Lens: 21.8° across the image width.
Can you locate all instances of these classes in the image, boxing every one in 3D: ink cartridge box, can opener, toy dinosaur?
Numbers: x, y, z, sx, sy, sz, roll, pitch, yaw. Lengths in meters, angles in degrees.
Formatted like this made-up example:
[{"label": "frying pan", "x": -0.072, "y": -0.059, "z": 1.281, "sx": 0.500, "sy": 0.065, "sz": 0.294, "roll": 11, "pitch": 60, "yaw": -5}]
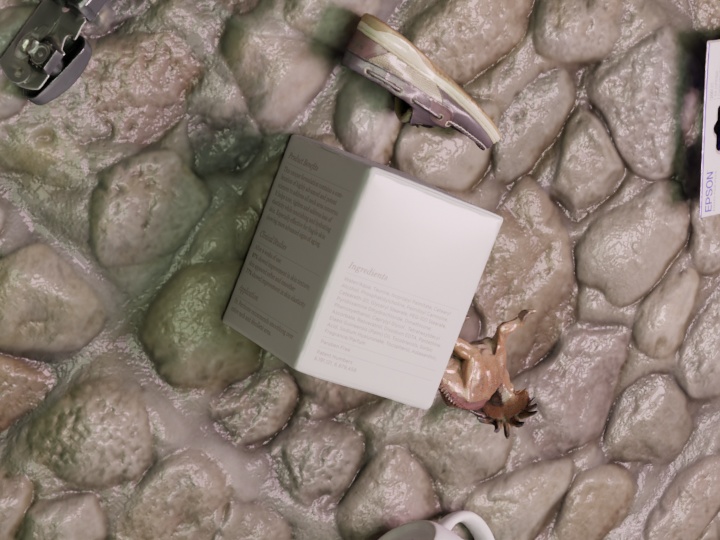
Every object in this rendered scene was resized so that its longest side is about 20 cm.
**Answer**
[{"label": "ink cartridge box", "x": 0.444, "y": -0.169, "z": 2.076, "sx": 0.198, "sy": 0.043, "sz": 0.200, "roll": -9, "pitch": 108, "yaw": -30}, {"label": "can opener", "x": -0.244, "y": -0.239, "z": 1.665, "sx": 0.201, "sy": 0.053, "sz": 0.067, "roll": -54, "pitch": 154, "yaw": -6}, {"label": "toy dinosaur", "x": 0.117, "y": 0.113, "z": 1.920, "sx": 0.199, "sy": 0.085, "sz": 0.137, "roll": -4, "pitch": 91, "yaw": -47}]

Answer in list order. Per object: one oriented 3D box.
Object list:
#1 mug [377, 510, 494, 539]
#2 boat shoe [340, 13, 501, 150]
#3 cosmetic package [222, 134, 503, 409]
[{"label": "mug", "x": 0.091, "y": 0.342, "z": 1.974, "sx": 0.176, "sy": 0.147, "sz": 0.200, "roll": 61, "pitch": 42, "yaw": -21}, {"label": "boat shoe", "x": 0.058, "y": -0.174, "z": 1.840, "sx": 0.200, "sy": 0.072, "sz": 0.065, "roll": 37, "pitch": 96, "yaw": -35}, {"label": "cosmetic package", "x": 0.000, "y": 0.000, "z": 1.795, "sx": 0.165, "sy": 0.167, "sz": 0.202, "roll": 19, "pitch": 95, "yaw": -32}]
